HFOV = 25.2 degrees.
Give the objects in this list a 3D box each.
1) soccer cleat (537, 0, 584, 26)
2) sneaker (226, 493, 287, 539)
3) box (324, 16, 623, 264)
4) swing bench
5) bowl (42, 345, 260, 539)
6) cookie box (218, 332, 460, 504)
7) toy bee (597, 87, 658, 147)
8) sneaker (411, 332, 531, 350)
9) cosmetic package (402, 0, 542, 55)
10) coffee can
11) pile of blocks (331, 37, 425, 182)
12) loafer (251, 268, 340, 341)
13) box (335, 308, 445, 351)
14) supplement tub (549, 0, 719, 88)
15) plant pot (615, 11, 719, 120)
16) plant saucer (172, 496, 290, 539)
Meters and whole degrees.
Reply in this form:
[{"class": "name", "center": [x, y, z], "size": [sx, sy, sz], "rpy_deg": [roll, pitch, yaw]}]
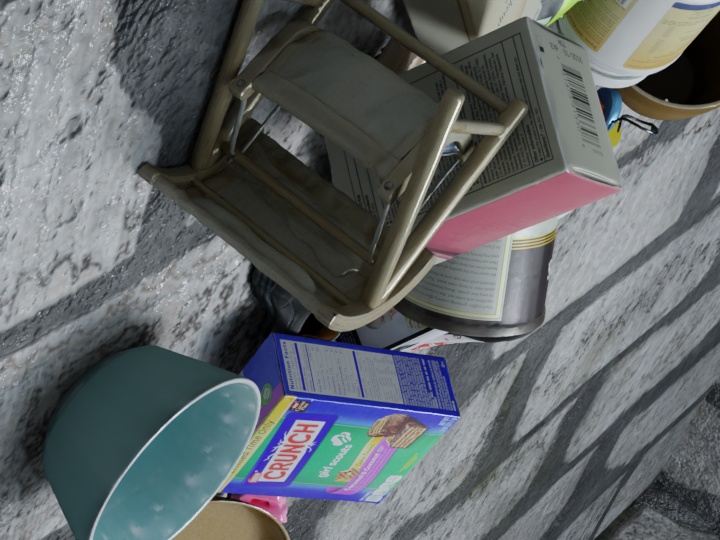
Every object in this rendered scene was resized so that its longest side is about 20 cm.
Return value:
[{"class": "soccer cleat", "center": [0.130, -0.222, 1.506], "size": [0.200, 0.068, 0.081], "rpy_deg": [-51, 136, 9]}, {"class": "sneaker", "center": [-0.100, 0.192, 1.690], "size": [0.095, 0.079, 0.201], "rpy_deg": [-125, -126, -72]}, {"class": "box", "center": [0.086, -0.094, 1.268], "size": [0.199, 0.129, 0.109], "rpy_deg": [-21, 163, 30]}, {"class": "swing bench", "center": [-0.022, -0.092, 1.188], "size": [0.201, 0.199, 0.130], "rpy_deg": [-59, 157, 17]}, {"class": "bowl", "center": [-0.188, 0.142, 1.351], "size": [0.201, 0.105, 0.201], "rpy_deg": [-42, 157, -22]}, {"class": "cookie box", "center": [-0.033, 0.149, 1.560], "size": [0.199, 0.076, 0.171], "rpy_deg": [9, 138, -30]}, {"class": "toy bee", "center": [0.211, -0.143, 1.632], "size": [0.200, 0.130, 0.109], "rpy_deg": [-88, -157, -69]}, {"class": "sneaker", "center": [0.119, 0.045, 1.773], "size": [0.200, 0.068, 0.108], "rpy_deg": [-11, -176, 27]}, {"class": "cosmetic package", "center": [0.092, -0.239, 1.345], "size": [0.104, 0.073, 0.200], "rpy_deg": [-62, 160, -10]}, {"class": "coffee can", "center": [0.109, -0.059, 1.456], "size": [0.146, 0.146, 0.201], "rpy_deg": [-22, 124, -53]}, {"class": "pile of blocks", "center": [0.002, -0.122, 1.399], "size": [0.082, 0.062, 0.201], "rpy_deg": [-12, 133, -36]}, {"class": "loafer", "center": [-0.051, 0.046, 1.528], "size": [0.073, 0.072, 0.200], "rpy_deg": [-49, 160, -12]}, {"class": "box", "center": [0.079, 0.033, 1.666], "size": [0.199, 0.060, 0.116], "rpy_deg": [-25, 173, 25]}, {"class": "supplement tub", "center": [0.273, -0.277, 1.548], "size": [0.144, 0.144, 0.200], "rpy_deg": [-41, 174, -27]}, {"class": "plant pot", "center": [0.344, -0.244, 1.787], "size": [0.187, 0.186, 0.200], "rpy_deg": [-49, 174, -8]}, {"class": "plant saucer", "center": [-0.170, 0.291, 1.624], "size": [0.199, 0.036, 0.201], "rpy_deg": [-11, 132, -13]}]
